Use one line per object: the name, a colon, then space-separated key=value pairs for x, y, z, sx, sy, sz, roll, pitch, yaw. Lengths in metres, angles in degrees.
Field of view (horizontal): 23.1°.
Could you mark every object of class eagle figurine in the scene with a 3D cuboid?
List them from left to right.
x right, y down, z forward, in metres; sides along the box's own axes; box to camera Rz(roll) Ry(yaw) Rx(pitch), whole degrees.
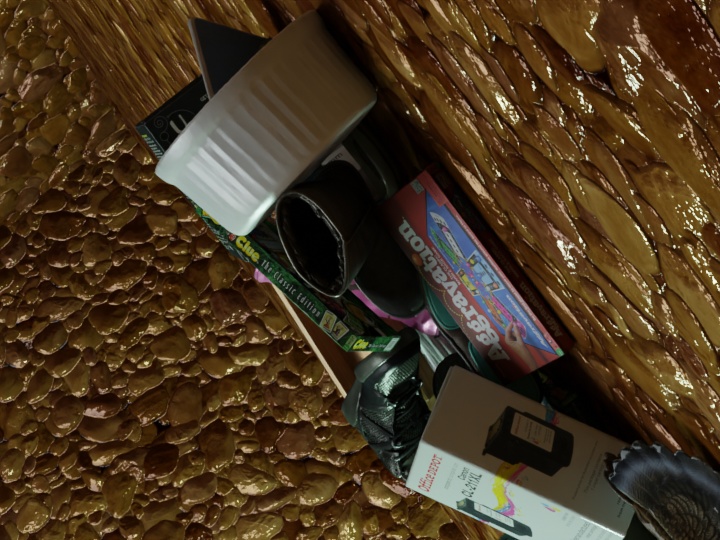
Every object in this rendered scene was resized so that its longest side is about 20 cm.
eagle figurine: x=0.271 y=0.233 z=1.430 sx=0.151 sy=0.150 sz=0.202 roll=-21 pitch=74 yaw=42

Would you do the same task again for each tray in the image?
tray: x=-0.008 y=0.058 z=1.824 sx=0.098 sy=0.037 sz=0.201 roll=-27 pitch=100 yaw=39

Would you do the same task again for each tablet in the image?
tablet: x=-0.098 y=-0.152 z=1.708 sx=0.130 sy=0.014 sz=0.201 roll=11 pitch=-128 yaw=-44

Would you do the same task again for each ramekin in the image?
ramekin: x=-0.077 y=-0.124 z=1.544 sx=0.098 sy=0.201 sz=0.200 roll=44 pitch=173 yaw=-1

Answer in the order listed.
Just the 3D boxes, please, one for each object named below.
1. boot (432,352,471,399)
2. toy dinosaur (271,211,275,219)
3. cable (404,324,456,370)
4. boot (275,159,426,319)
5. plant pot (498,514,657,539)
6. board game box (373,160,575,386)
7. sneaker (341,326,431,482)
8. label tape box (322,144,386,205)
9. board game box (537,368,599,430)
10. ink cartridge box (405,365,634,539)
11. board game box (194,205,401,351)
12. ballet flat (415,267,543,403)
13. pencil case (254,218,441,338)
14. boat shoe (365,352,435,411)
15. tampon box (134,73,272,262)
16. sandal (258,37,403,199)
boot: x=0.125 y=0.171 z=1.807 sx=0.200 sy=0.068 sz=0.131 roll=50 pitch=165 yaw=-10
toy dinosaur: x=-0.035 y=-0.023 z=1.978 sx=0.201 sy=0.135 sz=0.102 roll=55 pitch=173 yaw=-20
cable: x=0.101 y=0.086 z=1.910 sx=0.200 sy=0.069 sz=0.200 roll=49 pitch=171 yaw=34
boot: x=-0.003 y=-0.013 z=1.570 sx=0.182 sy=0.072 sz=0.200 roll=53 pitch=-171 yaw=-8
plant pot: x=0.226 y=0.317 z=1.771 sx=0.162 sy=0.200 sz=0.201 roll=61 pitch=172 yaw=-3
board game box: x=0.098 y=0.005 z=1.559 sx=0.200 sy=0.019 sz=0.103 roll=53 pitch=148 yaw=-1
sneaker: x=0.044 y=0.132 z=1.718 sx=0.114 sy=0.076 sz=0.200 roll=50 pitch=154 yaw=17
label tape box: x=-0.012 y=-0.078 z=1.854 sx=0.200 sy=0.063 sz=0.145 roll=46 pitch=170 yaw=42
board game box: x=0.185 y=0.133 z=1.728 sx=0.105 sy=0.023 sz=0.200 roll=54 pitch=173 yaw=-22
ink cartridge box: x=0.149 y=0.183 z=1.602 sx=0.199 sy=0.083 sz=0.146 roll=24 pitch=157 yaw=6
board game box: x=-0.056 y=0.004 z=1.616 sx=0.200 sy=0.024 sz=0.105 roll=42 pitch=-169 yaw=19
ballet flat: x=0.105 y=0.049 z=1.642 sx=0.201 sy=0.068 sz=0.068 roll=64 pitch=-179 yaw=-3
pencil case: x=0.000 y=0.000 z=1.726 sx=0.199 sy=0.091 sz=0.094 roll=19 pitch=-148 yaw=2
boat shoe: x=0.034 y=0.098 z=1.874 sx=0.200 sy=0.072 sz=0.076 roll=53 pitch=157 yaw=-5
tampon box: x=-0.145 y=-0.136 z=2.073 sx=0.201 sy=0.150 sz=0.126 roll=54 pitch=172 yaw=-10
sandal: x=-0.036 y=-0.145 z=1.700 sx=0.201 sy=0.057 sz=0.080 roll=52 pitch=173 yaw=8
